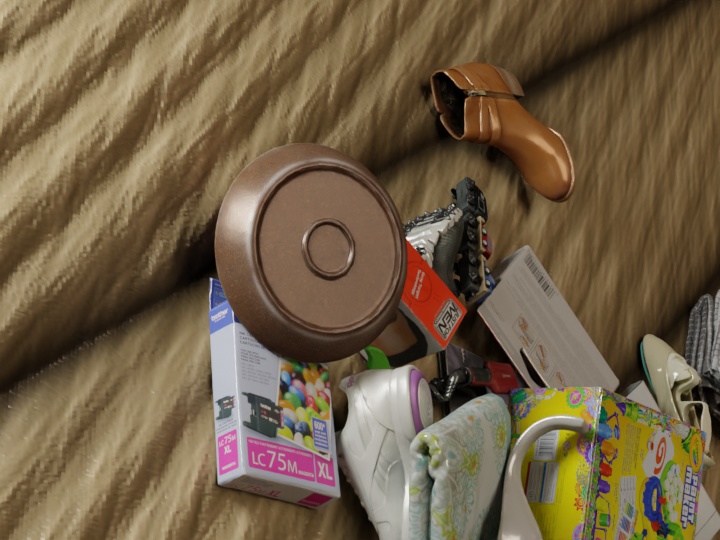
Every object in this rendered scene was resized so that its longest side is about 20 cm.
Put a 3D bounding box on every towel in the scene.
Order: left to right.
[{"bbox_3d":[0.093,0.227,1.332,0.171,0.048,0.202,-20,112,-66],"label":"towel"},{"bbox_3d":[0.510,0.141,1.956,0.166,0.085,0.201,48,36,-20],"label":"towel"}]

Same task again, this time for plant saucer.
[{"bbox_3d":[-0.035,-0.018,1.310,0.199,0.034,0.202,5,80,-30],"label":"plant saucer"}]

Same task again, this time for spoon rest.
[{"bbox_3d":[0.155,0.228,1.370,0.201,0.060,0.099,-67,158,-11],"label":"spoon rest"}]

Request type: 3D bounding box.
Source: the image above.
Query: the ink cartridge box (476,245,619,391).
[{"bbox_3d":[0.202,0.094,1.643,0.201,0.045,0.176,55,36,-7],"label":"ink cartridge box"}]

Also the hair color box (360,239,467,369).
[{"bbox_3d":[0.000,0.000,1.409,0.200,0.101,0.061,48,48,-15],"label":"hair color box"}]

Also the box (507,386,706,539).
[{"bbox_3d":[0.242,0.240,1.479,0.192,0.121,0.202,24,70,-39],"label":"box"}]

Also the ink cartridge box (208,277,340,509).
[{"bbox_3d":[-0.079,0.104,1.304,0.119,0.042,0.201,21,50,-42],"label":"ink cartridge box"}]

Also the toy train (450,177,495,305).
[{"bbox_3d":[0.125,-0.031,1.621,0.046,0.034,0.201,39,32,-27],"label":"toy train"}]

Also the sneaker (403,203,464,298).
[{"bbox_3d":[0.073,-0.002,1.541,0.091,0.066,0.200,68,25,-17],"label":"sneaker"}]

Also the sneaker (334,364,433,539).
[{"bbox_3d":[0.021,0.189,1.348,0.075,0.099,0.202,0,87,-70],"label":"sneaker"}]

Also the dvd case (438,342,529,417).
[{"bbox_3d":[0.143,0.187,1.534,0.148,0.016,0.201,26,49,-39],"label":"dvd case"}]

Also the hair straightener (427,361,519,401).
[{"bbox_3d":[0.098,0.121,1.450,0.200,0.076,0.041,1,68,-70],"label":"hair straightener"}]

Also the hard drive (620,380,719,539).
[{"bbox_3d":[0.347,0.246,1.718,0.132,0.027,0.201,-32,92,-45],"label":"hard drive"}]

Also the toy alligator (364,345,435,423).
[{"bbox_3d":[0.047,0.165,1.409,0.054,0.059,0.201,-36,105,-10],"label":"toy alligator"}]

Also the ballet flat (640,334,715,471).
[{"bbox_3d":[0.404,0.163,1.824,0.069,0.069,0.201,21,51,-41],"label":"ballet flat"}]

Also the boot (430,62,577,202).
[{"bbox_3d":[0.172,-0.167,1.753,0.155,0.076,0.201,-9,71,-54],"label":"boot"}]
